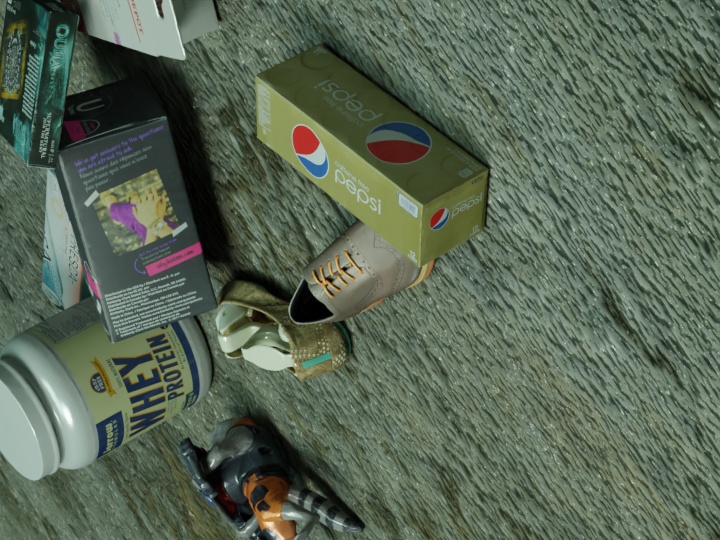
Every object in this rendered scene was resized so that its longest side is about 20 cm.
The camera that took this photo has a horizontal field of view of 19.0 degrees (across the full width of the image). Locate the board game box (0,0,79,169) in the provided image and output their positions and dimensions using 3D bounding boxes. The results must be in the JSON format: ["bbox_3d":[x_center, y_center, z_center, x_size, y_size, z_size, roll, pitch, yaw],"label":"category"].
[{"bbox_3d":[-0.291,-0.175,1.905,0.200,0.028,0.136,-141,59,-66],"label":"board game box"}]

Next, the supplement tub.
[{"bbox_3d":[-0.262,0.105,2.108,0.145,0.200,0.145,39,145,35],"label":"supplement tub"}]

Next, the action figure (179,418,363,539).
[{"bbox_3d":[-0.083,0.219,2.069,0.194,0.105,0.200,50,176,33],"label":"action figure"}]

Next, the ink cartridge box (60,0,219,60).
[{"bbox_3d":[-0.187,-0.252,1.807,0.200,0.067,0.117,23,135,51],"label":"ink cartridge box"}]

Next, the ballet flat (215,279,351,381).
[{"bbox_3d":[-0.089,0.054,1.923,0.200,0.065,0.071,13,125,54],"label":"ballet flat"}]

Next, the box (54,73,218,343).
[{"bbox_3d":[-0.211,-0.057,1.947,0.122,0.106,0.200,-126,21,-61],"label":"box"}]

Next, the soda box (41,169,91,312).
[{"bbox_3d":[-0.272,-0.031,2.147,0.068,0.064,0.200,47,148,24],"label":"soda box"}]

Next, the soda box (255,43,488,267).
[{"bbox_3d":[0.006,-0.090,1.636,0.200,0.068,0.064,40,146,33],"label":"soda box"}]

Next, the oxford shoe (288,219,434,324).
[{"bbox_3d":[0.000,0.000,1.720,0.071,0.073,0.200,56,151,9],"label":"oxford shoe"}]
